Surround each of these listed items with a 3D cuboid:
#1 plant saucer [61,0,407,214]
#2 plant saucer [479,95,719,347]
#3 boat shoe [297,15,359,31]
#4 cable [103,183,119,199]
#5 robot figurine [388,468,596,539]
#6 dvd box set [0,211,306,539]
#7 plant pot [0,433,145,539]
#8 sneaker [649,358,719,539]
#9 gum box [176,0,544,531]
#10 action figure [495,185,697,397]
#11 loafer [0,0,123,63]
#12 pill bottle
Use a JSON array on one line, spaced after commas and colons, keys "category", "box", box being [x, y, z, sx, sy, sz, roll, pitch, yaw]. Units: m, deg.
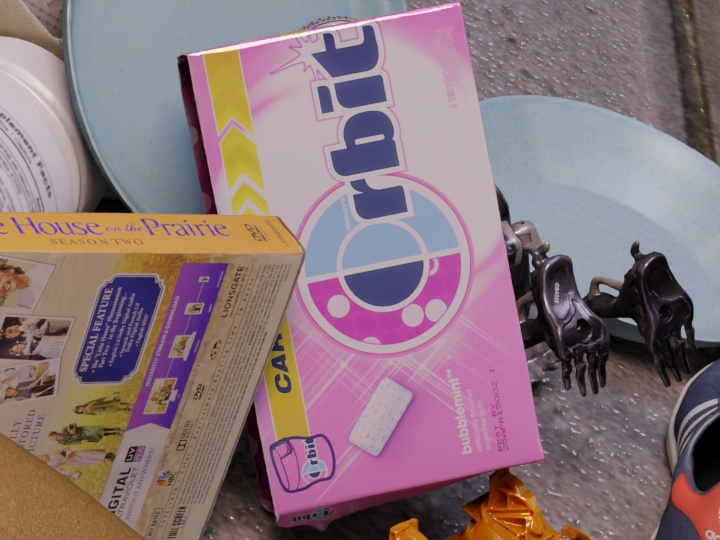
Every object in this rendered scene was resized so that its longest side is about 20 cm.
[{"category": "plant saucer", "box": [-0.057, -0.098, 1.223, 0.027, 0.202, 0.199, -3, 7, 45]}, {"category": "plant saucer", "box": [0.127, -0.015, 1.421, 0.200, 0.039, 0.202, 18, 31, -11]}, {"category": "boat shoe", "box": [-0.001, -0.009, 1.212, 0.068, 0.202, 0.057, -5, 4, -5]}, {"category": "cable", "box": [-0.144, -0.114, 1.354, 0.199, 0.070, 0.200, -4, 43, -38]}, {"category": "robot figurine", "box": [0.097, 0.168, 1.107, 0.200, 0.058, 0.145, 38, 35, 22]}, {"category": "dvd box set", "box": [-0.130, 0.045, 1.052, 0.199, 0.147, 0.029, -1, 35, -33]}, {"category": "plant pot", "box": [-0.168, 0.111, 0.924, 0.199, 0.187, 0.187, 18, 29, -38]}, {"category": "sneaker", "box": [0.180, 0.080, 1.269, 0.075, 0.085, 0.200, 24, 31, -1]}, {"category": "gum box", "box": [0.000, 0.000, 1.148, 0.113, 0.202, 0.066, -11, 3, -7]}, {"category": "action figure", "box": [0.051, 0.014, 1.272, 0.118, 0.103, 0.199, -16, 22, -36]}, {"category": "loafer", "box": [-0.112, -0.103, 1.235, 0.199, 0.068, 0.076, 24, 58, -22]}, {"category": "pill bottle", "box": [-0.186, -0.018, 1.138, 0.113, 0.114, 0.200, 29, 31, 8]}]
